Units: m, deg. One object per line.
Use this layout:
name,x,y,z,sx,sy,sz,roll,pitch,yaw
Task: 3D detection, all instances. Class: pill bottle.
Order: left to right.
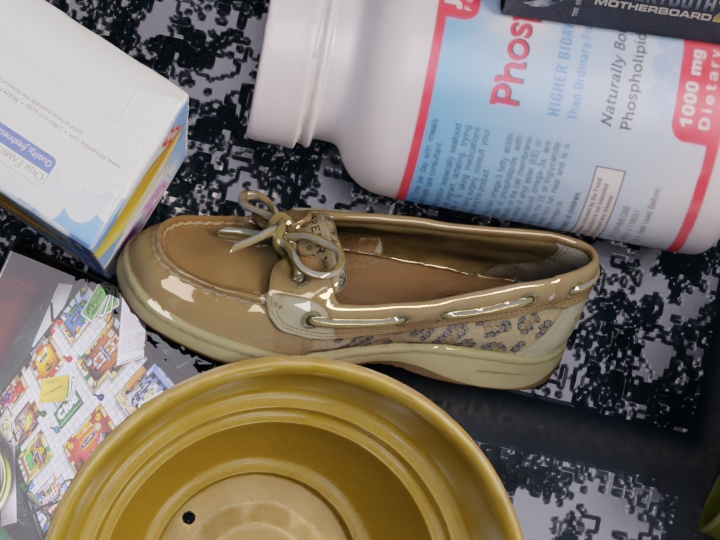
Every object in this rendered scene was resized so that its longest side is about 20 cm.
pill bottle,0.057,-0.076,0.959,0.198,0.109,0.110,10,86,-4

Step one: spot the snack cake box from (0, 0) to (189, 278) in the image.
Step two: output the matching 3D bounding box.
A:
snack cake box,-0.129,-0.059,0.898,0.115,0.200,0.067,32,85,-2

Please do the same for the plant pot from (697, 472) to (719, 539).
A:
plant pot,0.266,0.079,0.913,0.199,0.187,0.188,33,85,6

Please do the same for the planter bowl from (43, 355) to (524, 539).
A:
planter bowl,-0.037,0.131,0.945,0.198,0.083,0.202,-1,94,-13

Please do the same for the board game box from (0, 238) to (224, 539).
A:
board game box,-0.140,0.100,0.977,0.104,0.023,0.201,25,85,-5

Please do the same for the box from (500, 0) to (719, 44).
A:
box,0.137,-0.180,0.952,0.156,0.051,0.201,7,52,-3

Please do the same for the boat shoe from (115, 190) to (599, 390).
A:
boat shoe,0.000,0.000,0.944,0.198,0.063,0.074,5,43,-26
